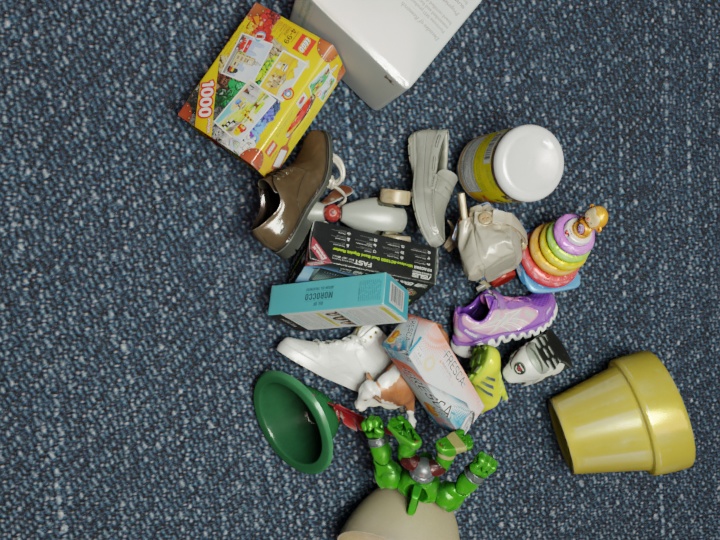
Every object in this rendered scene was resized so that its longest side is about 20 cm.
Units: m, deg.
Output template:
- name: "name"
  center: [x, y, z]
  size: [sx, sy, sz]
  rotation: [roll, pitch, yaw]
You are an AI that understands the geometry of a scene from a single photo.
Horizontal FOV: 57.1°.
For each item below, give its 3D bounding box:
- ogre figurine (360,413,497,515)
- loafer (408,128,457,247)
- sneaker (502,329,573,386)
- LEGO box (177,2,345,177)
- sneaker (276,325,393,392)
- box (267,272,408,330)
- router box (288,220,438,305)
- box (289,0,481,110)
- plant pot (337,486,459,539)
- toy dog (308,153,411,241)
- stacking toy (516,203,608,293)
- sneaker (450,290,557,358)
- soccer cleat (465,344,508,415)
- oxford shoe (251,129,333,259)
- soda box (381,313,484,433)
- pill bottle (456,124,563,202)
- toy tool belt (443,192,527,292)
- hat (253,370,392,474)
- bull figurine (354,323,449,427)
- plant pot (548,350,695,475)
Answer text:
- name: "ogre figurine"
  center: [0.091, 0.295, 0.995]
  size: [0.197, 0.098, 0.121]
  rotation: [8, 116, -7]
- name: "loafer"
  center: [0.116, -0.134, 1.030]
  size: [0.069, 0.070, 0.202]
  rotation: [-11, 68, 19]
- name: "sneaker"
  center: [0.293, 0.151, 1.113]
  size: [0.088, 0.199, 0.075]
  rotation: [-37, 67, 26]
- name: "LEGO box"
  center: [-0.141, -0.257, 0.960]
  size: [0.148, 0.077, 0.201]
  rotation: [33, 87, 18]
- name: "sneaker"
  center: [-0.030, 0.119, 1.063]
  size: [0.199, 0.074, 0.117]
  rotation: [26, 88, -24]
- name: "box"
  center: [-0.034, 0.049, 0.986]
  size: [0.082, 0.198, 0.050]
  rotation: [38, 52, -53]
- name: "router box"
  center: [0.000, 0.000, 1.009]
  size: [0.198, 0.150, 0.063]
  rotation: [12, 68, -14]
- name: "box"
  center: [0.025, -0.371, 0.957]
  size: [0.200, 0.199, 0.172]
  rotation: [40, 86, -12]
- name: "plant pot"
  center: [0.079, 0.415, 1.070]
  size: [0.200, 0.200, 0.135]
  rotation: [40, 51, -14]
- name: "toy dog"
  center: [-0.007, -0.090, 1.048]
  size: [0.198, 0.096, 0.133]
  rotation: [26, 92, 1]
- name: "stacking toy"
  center: [0.333, -0.048, 1.056]
  size: [0.108, 0.200, 0.117]
  rotation: [-5, 71, -14]
- name: "sneaker"
  center: [0.237, 0.070, 1.104]
  size: [0.198, 0.081, 0.089]
  rotation: [-21, 115, -10]
- name: "soccer cleat"
  center: [0.205, 0.178, 1.066]
  size: [0.083, 0.201, 0.065]
  rotation: [18, 59, 7]
- name: "oxford shoe"
  center: [-0.096, -0.125, 0.939]
  size: [0.084, 0.072, 0.202]
  rotation: [34, 65, -33]
- name: "soda box"
  center: [0.113, 0.160, 0.999]
  size: [0.068, 0.063, 0.201]
  rotation: [-47, 124, -21]
- name: "pill bottle"
  center: [0.219, -0.160, 1.023]
  size: [0.108, 0.200, 0.111]
  rotation: [-1, 96, -13]
- name: "toy tool belt"
  center: [0.198, -0.051, 1.061]
  size: [0.124, 0.200, 0.124]
  rotation: [-29, 72, 9]
- name: "hat"
  center: [-0.052, 0.218, 1.077]
  size: [0.175, 0.165, 0.202]
  rotation: [-29, 104, -45]
- name: "bull figurine"
  center: [0.078, 0.174, 1.061]
  size: [0.200, 0.065, 0.122]
  rotation: [-41, 132, -23]
- name: "plant pot"
  center: [0.432, 0.259, 1.130]
  size: [0.187, 0.201, 0.203]
  rotation: [-17, 100, 5]
